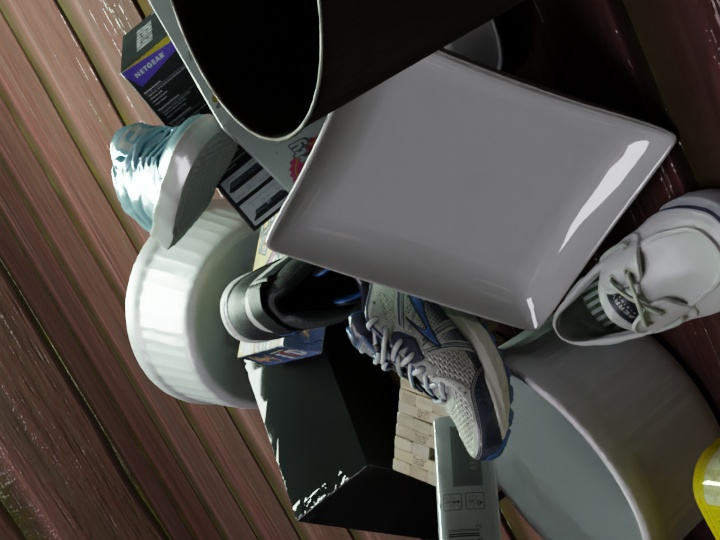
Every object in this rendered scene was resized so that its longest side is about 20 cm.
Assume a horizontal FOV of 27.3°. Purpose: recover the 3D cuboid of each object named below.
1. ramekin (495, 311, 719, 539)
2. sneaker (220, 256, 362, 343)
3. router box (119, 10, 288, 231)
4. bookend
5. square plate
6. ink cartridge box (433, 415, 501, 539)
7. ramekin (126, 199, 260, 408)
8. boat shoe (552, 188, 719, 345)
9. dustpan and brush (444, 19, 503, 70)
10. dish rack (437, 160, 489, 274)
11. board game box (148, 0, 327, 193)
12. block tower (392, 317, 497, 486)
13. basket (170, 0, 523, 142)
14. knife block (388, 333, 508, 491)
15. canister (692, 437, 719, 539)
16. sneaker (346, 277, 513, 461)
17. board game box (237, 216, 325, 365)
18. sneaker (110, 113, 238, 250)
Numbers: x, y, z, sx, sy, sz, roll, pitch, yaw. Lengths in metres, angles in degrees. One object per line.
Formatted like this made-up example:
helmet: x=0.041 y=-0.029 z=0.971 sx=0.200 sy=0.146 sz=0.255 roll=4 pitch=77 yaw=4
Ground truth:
ramekin: x=0.170 y=0.121 z=1.070 sx=0.200 sy=0.098 sz=0.201 roll=46 pitch=158 yaw=25
sneaker: x=0.000 y=0.000 z=1.126 sx=0.112 sy=0.200 sz=0.073 roll=-10 pitch=107 yaw=61
router box: x=-0.122 y=-0.129 z=1.185 sx=0.157 sy=0.052 sz=0.200 roll=50 pitch=-176 yaw=-19
bookend: x=0.010 y=0.128 z=1.338 sx=0.198 sy=0.092 sz=0.200 roll=17 pitch=-139 yaw=-46
square plate: x=0.063 y=-0.054 z=0.923 sx=0.198 sy=0.029 sz=0.200 roll=17 pitch=137 yaw=-12
ink cartridge box: x=0.081 y=0.227 z=1.102 sx=0.200 sy=0.047 sz=0.160 roll=86 pitch=-179 yaw=-52
ramekin: x=-0.113 y=0.037 z=1.414 sx=0.098 sy=0.200 sz=0.201 roll=12 pitch=134 yaw=51
boat shoe: x=0.181 y=0.013 z=0.921 sx=0.074 sy=0.067 sz=0.200 roll=52 pitch=159 yaw=7
dustpan and brush: x=0.065 y=-0.148 z=0.970 sx=0.140 sy=0.057 sz=0.200 roll=38 pitch=150 yaw=65
dish rack: x=0.044 y=-0.084 z=1.053 sx=0.200 sy=0.043 sz=0.172 roll=50 pitch=170 yaw=46
board game box: x=-0.064 y=-0.127 z=1.028 sx=0.148 sy=0.064 sz=0.200 roll=46 pitch=-171 yaw=-45
block tower: x=0.069 y=0.074 z=1.160 sx=0.058 sy=0.054 sz=0.201 roll=16 pitch=111 yaw=37
basket: x=0.012 y=-0.183 z=0.776 sx=0.136 sy=0.200 sz=0.181 roll=1 pitch=110 yaw=54
knife block: x=0.063 y=0.081 z=1.294 sx=0.175 sy=0.064 sz=0.200 roll=31 pitch=149 yaw=49
canister: x=0.297 y=0.158 z=0.863 sx=0.149 sy=0.086 sz=0.200 roll=58 pitch=161 yaw=-8
sneaker: x=0.035 y=0.048 z=1.025 sx=0.200 sy=0.085 sz=0.077 roll=63 pitch=158 yaw=20
board game box: x=-0.053 y=-0.025 z=1.243 sx=0.035 sy=0.201 sz=0.135 roll=13 pitch=169 yaw=-18
sneaker: x=-0.144 y=-0.072 z=1.047 sx=0.082 sy=0.074 sz=0.200 roll=38 pitch=157 yaw=-2
